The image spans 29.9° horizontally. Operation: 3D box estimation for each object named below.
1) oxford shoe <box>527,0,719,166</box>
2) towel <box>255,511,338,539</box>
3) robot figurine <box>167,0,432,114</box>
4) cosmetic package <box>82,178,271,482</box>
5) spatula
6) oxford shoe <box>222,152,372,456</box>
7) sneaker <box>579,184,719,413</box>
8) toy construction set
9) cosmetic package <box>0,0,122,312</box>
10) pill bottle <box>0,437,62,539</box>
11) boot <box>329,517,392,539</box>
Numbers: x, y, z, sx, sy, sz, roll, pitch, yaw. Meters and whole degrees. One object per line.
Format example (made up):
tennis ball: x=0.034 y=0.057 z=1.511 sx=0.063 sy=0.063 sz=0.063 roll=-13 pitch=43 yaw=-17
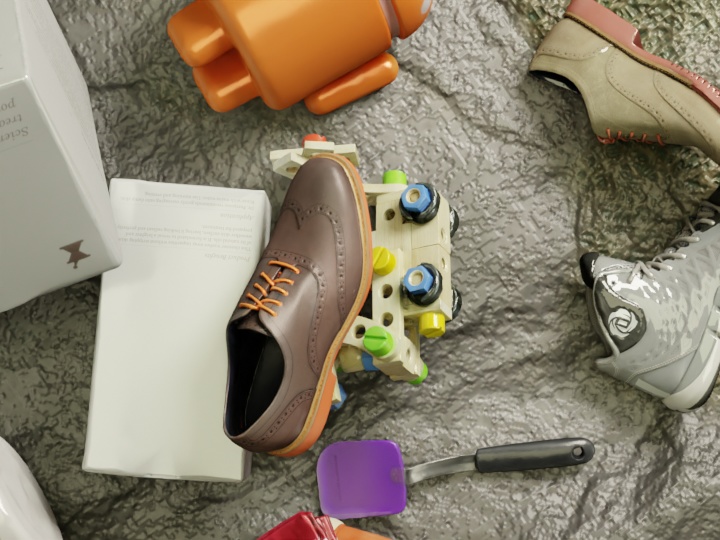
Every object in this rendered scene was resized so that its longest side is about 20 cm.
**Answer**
oxford shoe: x=0.203 y=-0.109 z=0.941 sx=0.075 sy=0.070 sz=0.200 roll=-48 pitch=61 yaw=3
towel: x=-0.045 y=0.277 z=0.892 sx=0.144 sy=0.022 sz=0.201 roll=-34 pitch=67 yaw=25
robot figurine: x=-0.034 y=-0.190 z=0.935 sx=0.199 sy=0.117 sz=0.144 roll=-30 pitch=86 yaw=-3
cosmetic package: x=-0.124 y=0.043 z=0.935 sx=0.112 sy=0.081 sz=0.202 roll=6 pitch=86 yaw=0
spatula: x=0.068 y=0.138 z=0.956 sx=0.198 sy=0.021 sz=0.057 roll=-8 pitch=98 yaw=-3
oxford shoe: x=-0.043 y=0.019 z=0.865 sx=0.071 sy=0.072 sz=0.202 roll=7 pitch=84 yaw=29
sneaker: x=0.217 y=-0.011 z=0.946 sx=0.115 sy=0.075 sz=0.201 roll=20 pitch=86 yaw=4
toy construction set: x=0.000 y=0.000 z=0.941 sx=0.130 sy=0.092 sz=0.202 roll=-12 pitch=77 yaw=24
cosmetic package: x=-0.266 y=-0.094 z=0.861 sx=0.164 sy=0.166 sz=0.201 roll=-20 pitch=46 yaw=-3
pill bottle: x=-0.310 y=0.202 z=0.905 sx=0.199 sy=0.111 sz=0.111 roll=-31 pitch=86 yaw=-3
boot: x=-0.022 y=0.272 z=0.930 sx=0.107 sy=0.075 sz=0.201 roll=23 pitch=91 yaw=21
